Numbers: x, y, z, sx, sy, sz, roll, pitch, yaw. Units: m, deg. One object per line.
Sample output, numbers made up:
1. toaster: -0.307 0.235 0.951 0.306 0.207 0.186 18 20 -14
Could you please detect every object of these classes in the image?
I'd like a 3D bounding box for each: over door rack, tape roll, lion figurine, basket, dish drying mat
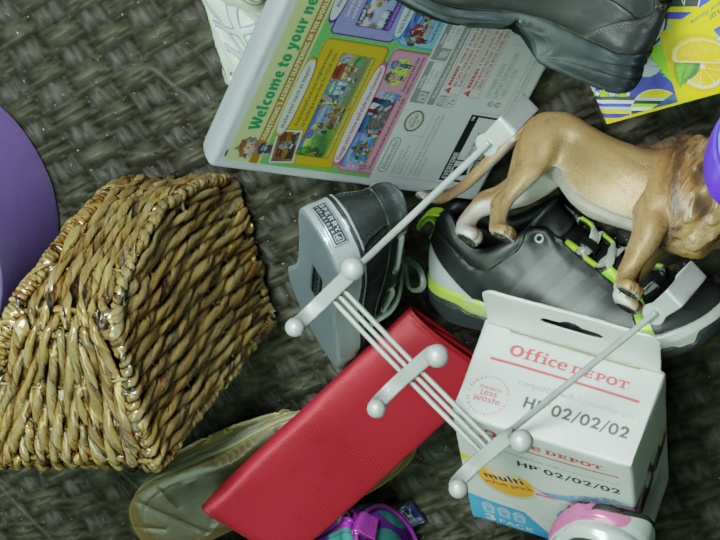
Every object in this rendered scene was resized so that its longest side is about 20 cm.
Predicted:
1. over door rack: 0.068 0.021 1.446 0.148 0.067 0.200 45 117 -2
2. tape roll: -0.308 -0.033 1.730 0.199 0.085 0.201 12 123 19
3. lion figurine: 0.143 -0.051 1.506 0.199 0.123 0.072 25 168 16
4. basket: -0.166 0.022 1.623 0.148 0.200 0.143 -2 118 26
5. dish drying mat: -0.009 0.107 1.650 0.077 0.018 0.200 34 115 -27

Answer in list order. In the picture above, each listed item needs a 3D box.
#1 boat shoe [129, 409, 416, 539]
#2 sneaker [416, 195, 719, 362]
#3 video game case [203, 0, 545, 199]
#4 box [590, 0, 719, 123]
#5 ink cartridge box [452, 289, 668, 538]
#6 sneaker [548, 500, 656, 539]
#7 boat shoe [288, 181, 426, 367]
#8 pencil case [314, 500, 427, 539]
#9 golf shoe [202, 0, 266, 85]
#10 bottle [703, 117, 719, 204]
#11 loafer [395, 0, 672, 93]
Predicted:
1. boat shoe: -0.058 0.124 1.715 0.199 0.066 0.074 -17 112 10
2. sneaker: 0.125 -0.001 1.556 0.199 0.072 0.083 7 118 20
3. video game case: 0.025 -0.131 1.488 0.181 0.022 0.200 6 130 -27
4. box: 0.220 -0.146 1.433 0.199 0.064 0.070 -15 111 30
5. ink cartridge box: 0.122 0.098 1.561 0.115 0.068 0.200 16 154 16
6. sneaker: 0.116 0.226 1.584 0.080 0.087 0.200 19 139 4
7. boat shoe: -0.001 -0.002 1.593 0.074 0.068 0.200 59 167 22
8. pencil case: -0.051 0.214 1.754 0.200 0.085 0.093 -19 108 33
9. golf shoe: -0.070 -0.148 1.561 0.200 0.078 0.097 48 132 -6
10. bottle: 0.250 -0.114 1.345 0.065 0.084 0.200 27 128 -4
11. loafer: 0.074 -0.167 1.392 0.199 0.073 0.072 20 114 -16
